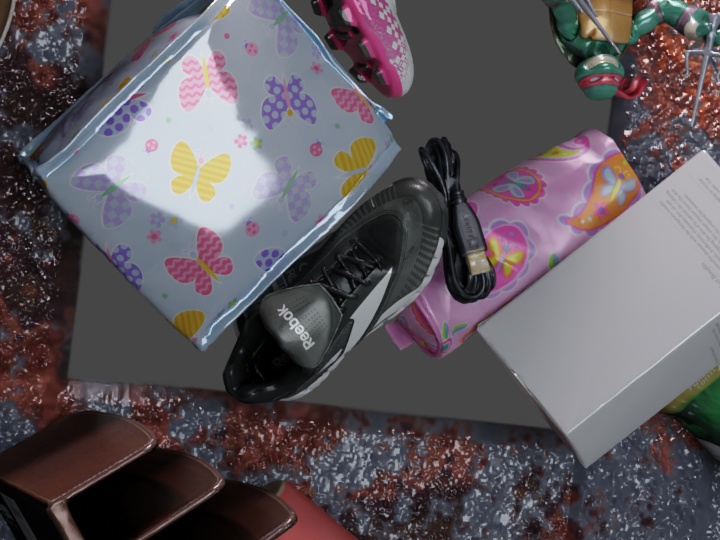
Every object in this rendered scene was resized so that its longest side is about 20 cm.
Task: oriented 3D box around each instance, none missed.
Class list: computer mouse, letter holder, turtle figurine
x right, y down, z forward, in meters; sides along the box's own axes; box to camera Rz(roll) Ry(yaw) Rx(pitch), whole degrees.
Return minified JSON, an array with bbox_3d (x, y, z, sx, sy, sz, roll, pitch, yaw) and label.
[{"bbox_3d":[0.000,0.000,1.723,0.044,0.200,0.110,-6,71,-61],"label":"computer mouse"},{"bbox_3d":[-0.140,0.142,1.637,0.142,0.200,0.101,-32,103,-16],"label":"letter holder"},{"bbox_3d":[0.171,-0.194,1.792,0.149,0.101,0.201,5,75,-35],"label":"turtle figurine"}]

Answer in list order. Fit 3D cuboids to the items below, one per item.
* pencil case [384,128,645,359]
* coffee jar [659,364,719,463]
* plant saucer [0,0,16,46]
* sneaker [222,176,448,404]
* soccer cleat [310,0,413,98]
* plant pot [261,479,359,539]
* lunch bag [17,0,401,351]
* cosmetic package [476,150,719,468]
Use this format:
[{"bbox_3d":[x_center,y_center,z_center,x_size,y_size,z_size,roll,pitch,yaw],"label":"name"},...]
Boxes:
[{"bbox_3d":[0.103,-0.018,1.786,0.200,0.087,0.088,-33,103,-15],"label":"pencil case"},{"bbox_3d":[0.275,0.091,1.850,0.200,0.085,0.104,42,83,-18],"label":"coffee jar"},{"bbox_3d":[-0.319,-0.191,1.644,0.200,0.032,0.201,-1,93,-20],"label":"plant saucer"},{"bbox_3d":[-0.020,0.022,1.655,0.066,0.090,0.200,47,116,8],"label":"sneaker"},{"bbox_3d":[-0.003,-0.215,1.740,0.086,0.070,0.200,-35,104,-16],"label":"soccer cleat"},{"bbox_3d":[-0.048,0.249,1.693,0.200,0.200,0.177,-40,95,-14],"label":"plant pot"},{"bbox_3d":[-0.094,-0.078,1.685,0.200,0.127,0.170,-44,106,-2],"label":"lunch bag"},{"bbox_3d":[0.193,0.027,1.756,0.200,0.085,0.108,-37,64,1],"label":"cosmetic package"}]
